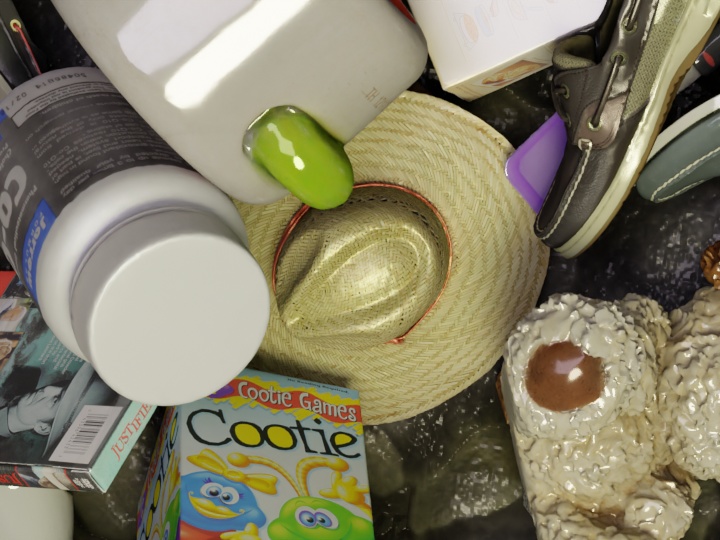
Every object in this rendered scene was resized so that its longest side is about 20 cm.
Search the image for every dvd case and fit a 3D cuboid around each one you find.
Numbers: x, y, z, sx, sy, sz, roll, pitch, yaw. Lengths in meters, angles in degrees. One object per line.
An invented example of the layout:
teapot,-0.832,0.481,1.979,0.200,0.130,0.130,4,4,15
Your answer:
dvd case,-0.187,0.057,1.352,0.200,0.022,0.146,-1,44,34

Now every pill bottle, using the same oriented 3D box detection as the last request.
pill bottle,-0.124,-0.018,1.284,0.114,0.114,0.200,-52,34,7

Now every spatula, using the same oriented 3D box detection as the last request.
spatula,0.166,-0.101,1.335,0.200,0.021,0.057,-39,112,5

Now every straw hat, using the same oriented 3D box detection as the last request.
straw hat,0.000,0.000,1.322,0.201,0.085,0.202,1,103,4

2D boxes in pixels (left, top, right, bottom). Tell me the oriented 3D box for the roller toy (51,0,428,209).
roller toy,-0.061,-0.141,1.261,0.140,0.182,0.200,-41,112,7

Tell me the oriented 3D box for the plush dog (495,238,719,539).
plush dog,0.164,0.072,1.294,0.171,0.161,0.200,-14,113,0

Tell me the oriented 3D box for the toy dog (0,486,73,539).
toy dog,-0.189,0.159,1.385,0.132,0.096,0.200,-32,80,12

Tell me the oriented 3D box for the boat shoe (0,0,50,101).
boat shoe,-0.199,-0.101,1.411,0.074,0.063,0.202,-28,95,50

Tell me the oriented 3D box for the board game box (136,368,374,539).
board game box,-0.055,0.148,1.273,0.105,0.200,0.103,11,120,-11

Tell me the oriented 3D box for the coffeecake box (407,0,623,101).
coffeecake box,0.113,-0.202,1.333,0.200,0.073,0.154,-23,83,13

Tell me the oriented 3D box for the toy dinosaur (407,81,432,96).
toy dinosaur,-0.014,-0.138,1.381,0.106,0.060,0.200,-29,91,-1

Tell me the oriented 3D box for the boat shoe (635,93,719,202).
boat shoe,0.235,-0.077,1.297,0.200,0.073,0.062,-26,80,9

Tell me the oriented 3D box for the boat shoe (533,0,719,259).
boat shoe,0.128,-0.101,1.276,0.065,0.073,0.200,20,111,-10
